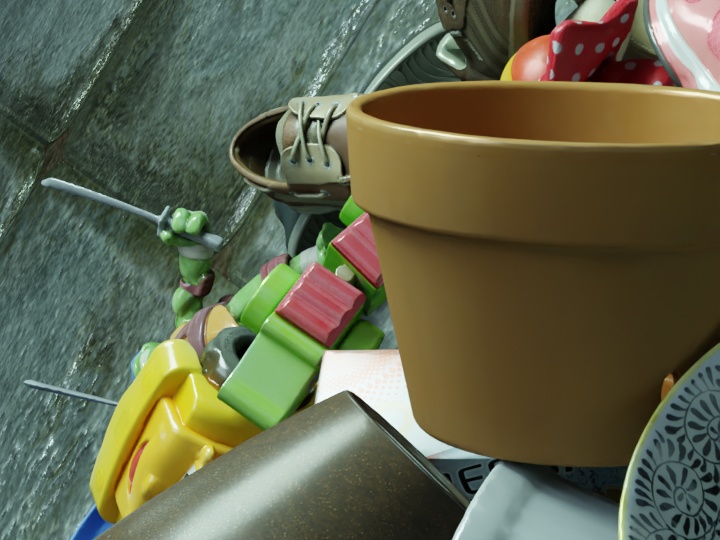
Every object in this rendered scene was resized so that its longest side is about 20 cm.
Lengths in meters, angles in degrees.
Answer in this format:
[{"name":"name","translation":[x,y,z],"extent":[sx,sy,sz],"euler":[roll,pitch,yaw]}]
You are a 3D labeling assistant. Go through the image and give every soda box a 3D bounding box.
[{"name":"soda box","translation":[0.077,0.080,1.062],"extent":[0.199,0.064,0.069],"euler":[-2,51,14]}]

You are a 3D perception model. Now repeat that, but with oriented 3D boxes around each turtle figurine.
[{"name":"turtle figurine","translation":[-0.102,0.033,1.426],"extent":[0.193,0.200,0.144],"euler":[-17,34,30]}]

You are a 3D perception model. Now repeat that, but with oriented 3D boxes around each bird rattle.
[{"name":"bird rattle","translation":[0.100,-0.093,1.232],"extent":[0.200,0.112,0.163],"euler":[-61,5,43]}]

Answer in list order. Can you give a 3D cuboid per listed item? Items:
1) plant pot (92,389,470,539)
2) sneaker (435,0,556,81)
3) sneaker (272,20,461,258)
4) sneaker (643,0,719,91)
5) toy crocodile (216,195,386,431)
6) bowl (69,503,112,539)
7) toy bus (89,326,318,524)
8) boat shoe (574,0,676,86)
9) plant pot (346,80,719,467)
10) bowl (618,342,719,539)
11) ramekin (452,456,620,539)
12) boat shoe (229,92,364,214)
[{"name":"plant pot","translation":[-0.041,0.156,0.982],"extent":[0.200,0.187,0.187],"euler":[-47,26,1]},{"name":"sneaker","translation":[0.077,-0.163,1.317],"extent":[0.200,0.075,0.071],"euler":[88,-154,-60]},{"name":"sneaker","translation":[0.002,-0.096,1.494],"extent":[0.200,0.075,0.106],"euler":[-54,29,12]},{"name":"sneaker","translation":[0.201,-0.094,1.077],"extent":[0.087,0.074,0.201],"euler":[-34,41,21]},{"name":"toy crocodile","translation":[0.000,0.000,1.135],"extent":[0.200,0.067,0.062],"euler":[-48,-11,-22]},{"name":"bowl","translation":[-0.133,0.203,1.312],"extent":[0.201,0.039,0.201],"euler":[-42,30,31]},{"name":"toy bus","translation":[-0.026,0.144,1.149],"extent":[0.136,0.199,0.192],"euler":[-61,28,30]},{"name":"boat shoe","translation":[0.158,-0.166,1.303],"extent":[0.072,0.065,0.200],"euler":[-53,26,12]},{"name":"plant pot","translation":[0.093,-0.001,0.955],"extent":[0.200,0.199,0.141],"euler":[-154,62,-64]},{"name":"bowl","translation":[0.208,0.110,0.854],"extent":[0.200,0.094,0.201],"euler":[-15,47,17]},{"name":"ramekin","translation":[0.079,0.186,0.934],"extent":[0.200,0.097,0.201],"euler":[19,-90,-75]},{"name":"boat shoe","translation":[-0.018,-0.073,1.363],"extent":[0.200,0.072,0.076],"euler":[-13,64,58]}]
